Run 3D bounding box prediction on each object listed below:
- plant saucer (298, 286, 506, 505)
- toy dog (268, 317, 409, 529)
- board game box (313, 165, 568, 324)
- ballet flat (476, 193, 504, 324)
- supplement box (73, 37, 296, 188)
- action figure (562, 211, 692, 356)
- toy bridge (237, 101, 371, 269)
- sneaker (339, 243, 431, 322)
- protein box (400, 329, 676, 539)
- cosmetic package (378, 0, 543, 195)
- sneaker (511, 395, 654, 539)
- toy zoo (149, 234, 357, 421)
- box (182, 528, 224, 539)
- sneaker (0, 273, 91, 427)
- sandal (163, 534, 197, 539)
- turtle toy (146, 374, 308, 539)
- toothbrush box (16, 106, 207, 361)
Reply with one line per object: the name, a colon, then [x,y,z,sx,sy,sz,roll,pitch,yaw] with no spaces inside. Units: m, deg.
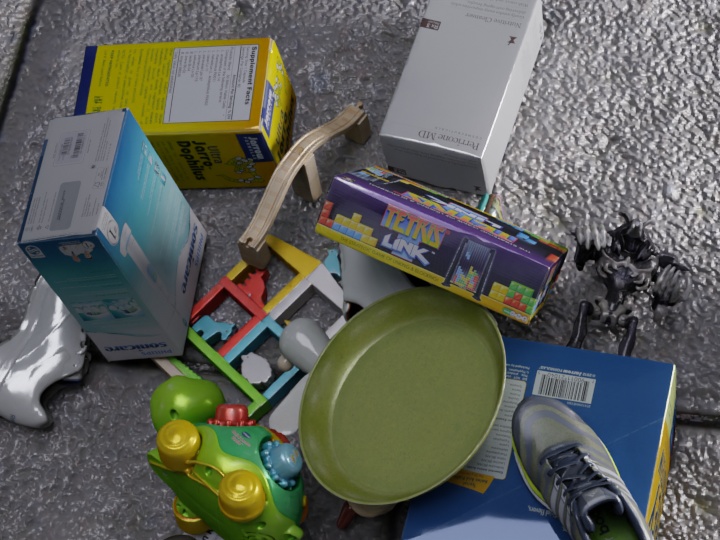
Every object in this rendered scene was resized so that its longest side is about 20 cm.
plant saucer: [0.039,0.108,1.419,0.199,0.031,0.201,-19,51,25]
toy dog: [-0.020,0.150,1.520,0.096,0.131,0.201,-43,49,24]
board game box: [0.075,-0.027,1.474,0.199,0.165,0.057,23,100,8]
ballet flat: [0.102,0.026,1.581,0.071,0.069,0.201,28,74,4]
supplement box: [-0.175,-0.155,1.702,0.198,0.110,0.110,0,63,12]
action figure: [0.238,0.012,1.527,0.118,0.102,0.201,19,58,1]
toy bridge: [-0.055,-0.095,1.656,0.027,0.067,0.200,25,63,25]
sneaker: [0.000,0.000,1.593,0.085,0.073,0.200,-50,35,14]
protein box: [0.157,0.181,1.441,0.197,0.135,0.202,8,65,15]
cosmetic package: [0.102,-0.185,1.676,0.112,0.081,0.201,12,65,15]
sneaker: [0.180,0.175,1.315,0.074,0.081,0.201,-30,62,-6]
toy zoo: [-0.092,0.052,1.627,0.200,0.021,0.131,-44,63,-13]
box: [-0.091,0.310,1.481,0.199,0.041,0.156,26,70,24]
sneaker: [-0.293,0.064,1.644,0.087,0.075,0.201,25,77,10]
sandal: [-0.125,0.311,1.426,0.081,0.055,0.201,-28,71,2]
turtle toy: [-0.117,0.168,1.465,0.199,0.146,0.101,36,61,27]
toothbrush box: [-0.226,-0.030,1.582,0.085,0.200,0.147,-6,54,19]
